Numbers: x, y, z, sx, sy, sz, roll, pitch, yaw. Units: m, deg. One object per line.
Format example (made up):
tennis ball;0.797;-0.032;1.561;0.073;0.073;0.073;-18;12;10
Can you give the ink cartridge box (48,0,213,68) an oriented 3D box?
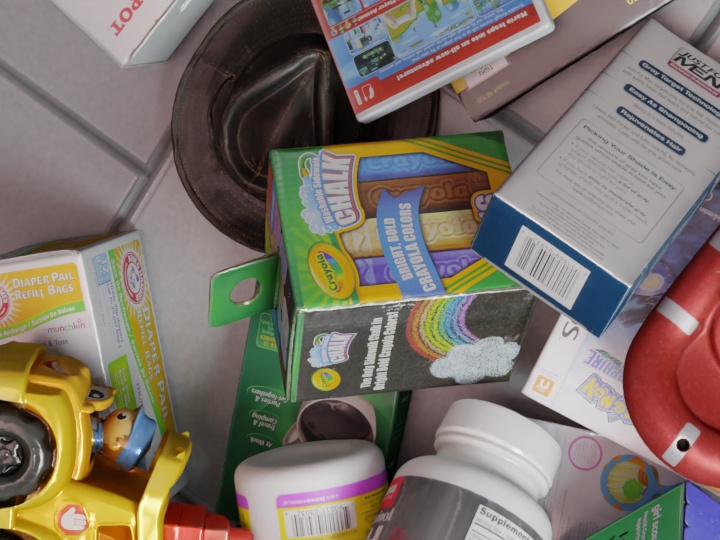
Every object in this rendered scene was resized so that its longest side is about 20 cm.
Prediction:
ink cartridge box;-0.179;-0.260;1.195;0.200;0.084;0.145;43;107;6

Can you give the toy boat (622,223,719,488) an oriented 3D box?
toy boat;0.247;0.040;1.041;0.130;0.131;0.200;38;95;9

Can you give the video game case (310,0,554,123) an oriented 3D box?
video game case;0.026;-0.216;1.119;0.143;0.017;0.201;-25;78;19

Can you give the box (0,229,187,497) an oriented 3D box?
box;-0.206;0.079;1.240;0.101;0.112;0.201;-8;98;16

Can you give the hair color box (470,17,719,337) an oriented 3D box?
hair color box;0.164;-0.061;1.066;0.100;0.200;0.061;36;145;11

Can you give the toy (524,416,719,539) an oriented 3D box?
toy;0.184;0.176;1.176;0.199;0.047;0.116;11;83;6

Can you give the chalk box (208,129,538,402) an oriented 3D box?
chalk box;0.000;0.000;1.109;0.199;0.125;0.124;-4;58;-9

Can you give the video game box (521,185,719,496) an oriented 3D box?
video game box;0.233;0.045;1.133;0.199;0.047;0.183;27;96;10

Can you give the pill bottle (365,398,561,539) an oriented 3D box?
pill bottle;0.055;0.188;1.091;0.110;0.111;0.201;22;66;11

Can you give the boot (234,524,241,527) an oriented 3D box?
boot;-0.072;0.292;1.253;0.174;0.069;0.200;41;129;6

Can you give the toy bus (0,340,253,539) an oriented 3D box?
toy bus;-0.164;0.154;1.126;0.191;0.136;0.201;3;98;-2

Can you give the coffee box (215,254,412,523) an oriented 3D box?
coffee box;-0.028;0.095;1.229;0.122;0.044;0.201;13;101;14

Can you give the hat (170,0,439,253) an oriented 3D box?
hat;-0.046;-0.107;1.172;0.200;0.081;0.202;0;91;11

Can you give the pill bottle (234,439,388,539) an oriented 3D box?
pill bottle;-0.022;0.222;1.165;0.104;0.104;0.201;-6;94;16

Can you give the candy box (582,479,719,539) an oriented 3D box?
candy box;0.192;0.243;1.107;0.169;0.077;0.200;36;126;-20

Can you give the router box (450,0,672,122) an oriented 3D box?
router box;0.124;-0.213;1.133;0.200;0.051;0.150;-32;89;16
